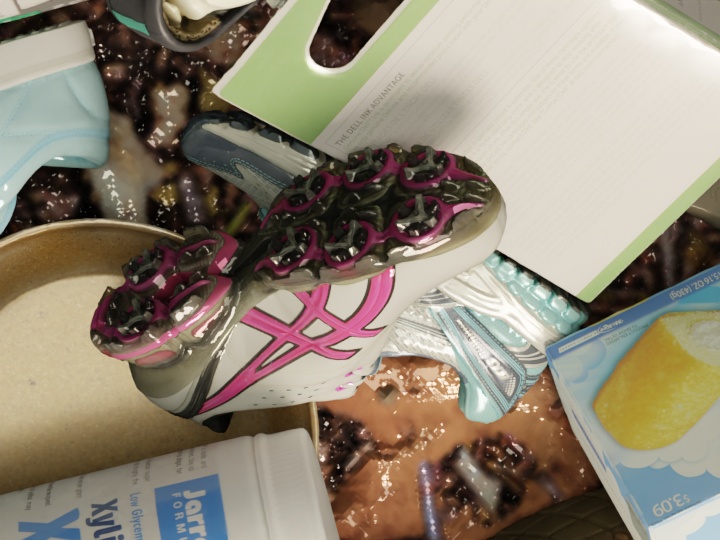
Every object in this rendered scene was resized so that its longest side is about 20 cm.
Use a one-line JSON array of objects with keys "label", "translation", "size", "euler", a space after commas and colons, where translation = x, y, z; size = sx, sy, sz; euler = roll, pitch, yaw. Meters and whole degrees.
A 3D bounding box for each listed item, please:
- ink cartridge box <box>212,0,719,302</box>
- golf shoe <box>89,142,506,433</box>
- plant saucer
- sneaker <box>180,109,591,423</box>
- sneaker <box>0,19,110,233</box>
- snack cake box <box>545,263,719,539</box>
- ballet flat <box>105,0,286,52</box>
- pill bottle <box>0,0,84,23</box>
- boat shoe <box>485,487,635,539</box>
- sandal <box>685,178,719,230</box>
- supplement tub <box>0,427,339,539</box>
[{"label": "ink cartridge box", "translation": [0.061, -0.084, 1.036], "size": [0.200, 0.048, 0.146], "euler": [29, 128, -19]}, {"label": "golf shoe", "translation": [-0.014, 0.010, 1.052], "size": [0.200, 0.073, 0.092], "euler": [-21, 127, 32]}, {"label": "plant saucer", "translation": [-0.119, 0.075, 1.134], "size": [0.200, 0.035, 0.200], "euler": [0, 96, -1]}, {"label": "sneaker", "translation": [0.000, 0.000, 1.110], "size": [0.200, 0.078, 0.086], "euler": [31, 98, -4]}, {"label": "sneaker", "translation": [-0.185, -0.045, 1.064], "size": [0.200, 0.074, 0.082], "euler": [-24, 100, -34]}, {"label": "snack cake box", "translation": [0.197, 0.049, 1.088], "size": [0.200, 0.115, 0.067], "euler": [-25, 136, -3]}, {"label": "ballet flat", "translation": [-0.016, -0.157, 0.994], "size": [0.200, 0.073, 0.073], "euler": [-38, 96, 5]}, {"label": "pill bottle", "translation": [-0.090, -0.182, 1.069], "size": [0.200, 0.113, 0.113], "euler": [-15, 96, 1]}, {"label": "boat shoe", "translation": [0.069, 0.169, 1.136], "size": [0.200, 0.072, 0.068], "euler": [-33, 112, 0]}, {"label": "sandal", "translation": [0.127, -0.062, 1.116], "size": [0.200, 0.055, 0.082], "euler": [25, 95, -4]}, {"label": "supplement tub", "translation": [-0.105, 0.150, 1.060], "size": [0.200, 0.132, 0.132], "euler": [-15, 96, 1]}]
